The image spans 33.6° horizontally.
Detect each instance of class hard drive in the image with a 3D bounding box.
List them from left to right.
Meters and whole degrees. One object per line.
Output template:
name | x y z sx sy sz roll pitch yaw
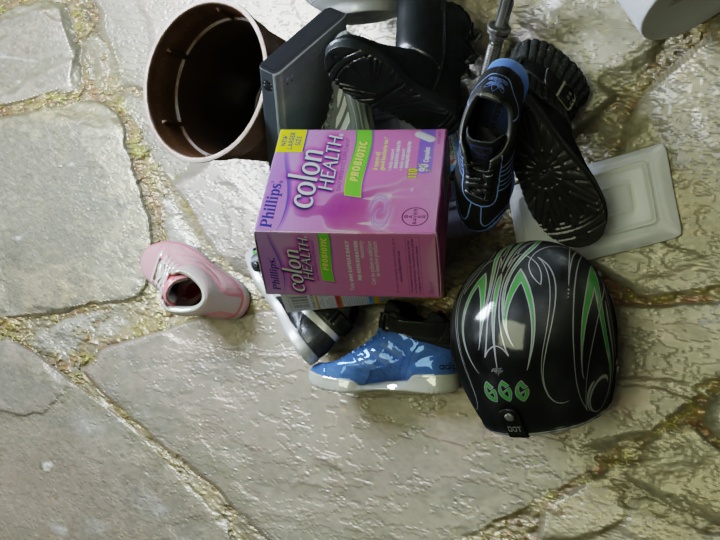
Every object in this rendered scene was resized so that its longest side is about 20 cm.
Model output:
hard drive | -0.065 -0.199 1.455 0.033 0.140 0.201 27 144 23

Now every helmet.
helmet | 0.189 0.066 1.310 0.198 0.199 0.194 -5 101 33

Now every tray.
tray | 0.260 -0.069 1.362 0.198 0.022 0.109 -15 77 32

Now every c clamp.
c clamp | 0.147 -0.224 1.362 0.027 0.171 0.202 16 123 7

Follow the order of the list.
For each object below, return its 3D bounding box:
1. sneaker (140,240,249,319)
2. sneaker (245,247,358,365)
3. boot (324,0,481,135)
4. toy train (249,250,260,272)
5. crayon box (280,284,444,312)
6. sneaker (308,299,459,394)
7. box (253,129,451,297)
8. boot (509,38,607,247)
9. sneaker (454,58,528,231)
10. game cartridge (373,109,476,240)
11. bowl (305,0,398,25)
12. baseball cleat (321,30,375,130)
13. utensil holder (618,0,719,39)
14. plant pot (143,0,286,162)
sneaker | -0.254 0.009 1.645 0.199 0.104 0.076 26 102 33
sneaker | -0.066 0.021 1.550 0.111 0.073 0.201 -36 53 2
boot | 0.052 -0.261 1.377 0.073 0.197 0.164 -31 42 49
toy train | -0.057 -0.034 1.471 0.198 0.056 0.042 -18 98 32
crayon box | 0.000 0.000 1.425 0.197 0.126 0.052 -5 70 3
sneaker | 0.026 0.092 1.467 0.197 0.076 0.113 -2 91 29
box | -0.003 -0.067 1.327 0.197 0.097 0.177 1 44 10
boot | 0.222 -0.147 1.337 0.079 0.158 0.212 -22 109 32
sneaker | 0.128 -0.118 1.249 0.069 0.078 0.202 16 126 16
game cartridge | 0.072 -0.132 1.465 0.128 0.038 0.203 -15 78 19
bowl | 0.000 -0.355 1.457 0.198 0.200 0.096 -5 91 32
baseball cleat | -0.027 -0.178 1.424 0.105 0.070 0.203 -9 100 18
utensil holder | 0.316 -0.374 1.265 0.169 0.169 0.202 -37 70 25
plant pot | -0.141 -0.224 1.532 0.198 0.197 0.204 -3 84 32
